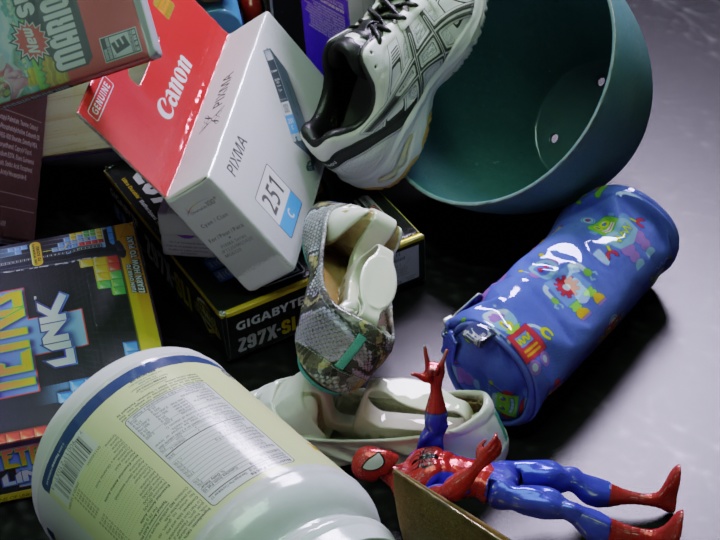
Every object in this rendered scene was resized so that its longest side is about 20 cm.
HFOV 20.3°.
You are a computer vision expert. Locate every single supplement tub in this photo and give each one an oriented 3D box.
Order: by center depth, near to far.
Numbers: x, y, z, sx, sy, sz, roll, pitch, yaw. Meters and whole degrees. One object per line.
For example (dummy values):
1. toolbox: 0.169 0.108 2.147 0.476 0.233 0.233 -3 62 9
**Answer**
1. supplement tub: -0.079 0.149 1.151 0.145 0.145 0.200 -30 47 -27

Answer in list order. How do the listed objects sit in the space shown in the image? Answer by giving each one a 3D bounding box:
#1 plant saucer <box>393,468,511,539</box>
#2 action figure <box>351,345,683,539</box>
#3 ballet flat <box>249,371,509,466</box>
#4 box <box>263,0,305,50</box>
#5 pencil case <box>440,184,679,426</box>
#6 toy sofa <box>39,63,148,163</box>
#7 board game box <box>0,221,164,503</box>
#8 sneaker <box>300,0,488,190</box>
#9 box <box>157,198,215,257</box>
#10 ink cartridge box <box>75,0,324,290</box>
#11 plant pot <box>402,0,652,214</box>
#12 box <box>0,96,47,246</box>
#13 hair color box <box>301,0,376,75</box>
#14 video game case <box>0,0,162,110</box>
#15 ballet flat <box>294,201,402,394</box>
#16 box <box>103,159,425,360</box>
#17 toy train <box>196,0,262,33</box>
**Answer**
1. plant saucer: 0.093 0.176 1.103 0.200 0.200 0.035 31 86 34
2. action figure: 0.095 0.109 1.204 0.200 0.099 0.065 5 34 2
3. ballet flat: -0.005 0.091 1.276 0.200 0.069 0.069 4 41 9
4. box: 0.009 -0.284 1.689 0.200 0.104 0.182 -8 39 -6
5. pencil case: 0.130 0.018 1.339 0.087 0.078 0.200 39 52 12
6. toy sofa: -0.218 -0.124 1.515 0.200 0.098 0.083 -9 -3 10
7. board game box: -0.214 0.060 1.338 0.165 0.057 0.200 -10 40 -9
8. sneaker: 0.023 -0.157 1.400 0.076 0.088 0.200 16 85 43
9. box: -0.103 -0.086 1.440 0.041 0.039 0.200 5 41 9
10. ink cartridge box: -0.096 -0.112 1.375 0.045 0.176 0.200 -27 30 30
11. plant pot: 0.132 -0.126 1.447 0.135 0.200 0.200 21 15 -48
12. box: -0.321 -0.122 1.408 0.166 0.200 0.164 5 -2 11
13. hair color box: 0.016 -0.188 1.499 0.109 0.200 0.065 -32 46 -29
14. video game case: -0.241 -0.176 1.305 0.200 0.143 0.017 -17 -5 8
15. ballet flat: 0.000 0.000 1.293 0.072 0.072 0.200 -1 33 3
16. box: -0.072 -0.034 1.444 0.160 0.049 0.200 -23 44 -19
17. toy train: -0.126 -0.243 1.642 0.085 0.116 0.200 -8 40 -5
